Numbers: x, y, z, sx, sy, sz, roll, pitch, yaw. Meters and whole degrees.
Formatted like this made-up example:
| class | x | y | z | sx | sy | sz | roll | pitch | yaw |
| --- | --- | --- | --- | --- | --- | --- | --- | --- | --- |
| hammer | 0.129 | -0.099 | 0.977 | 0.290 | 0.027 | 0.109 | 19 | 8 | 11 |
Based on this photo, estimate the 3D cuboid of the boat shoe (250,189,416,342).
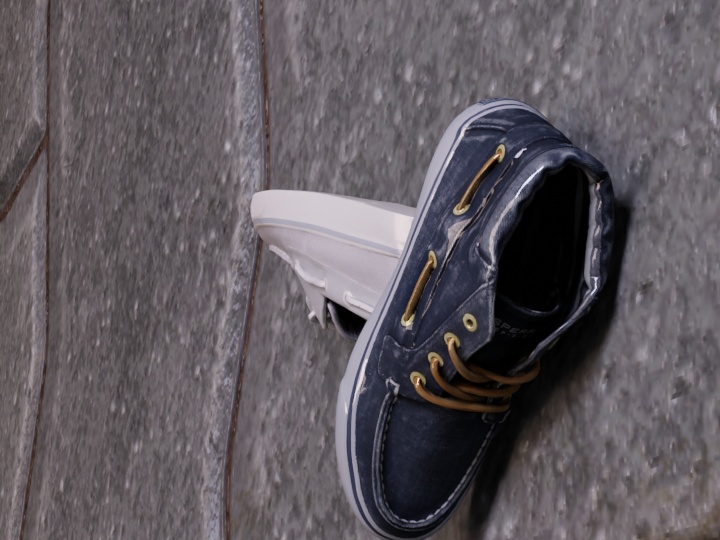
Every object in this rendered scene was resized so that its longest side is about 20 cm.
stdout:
| class | x | y | z | sx | sy | sz | roll | pitch | yaw |
| --- | --- | --- | --- | --- | --- | --- | --- | --- | --- |
| boat shoe | 0.000 | 0.000 | 0.981 | 0.200 | 0.072 | 0.069 | 13 | 95 | 59 |

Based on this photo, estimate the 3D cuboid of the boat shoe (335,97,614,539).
| class | x | y | z | sx | sy | sz | roll | pitch | yaw |
| --- | --- | --- | --- | --- | --- | --- | --- | --- | --- |
| boat shoe | 0.044 | 0.032 | 0.843 | 0.091 | 0.070 | 0.201 | -133 | 55 | -67 |
